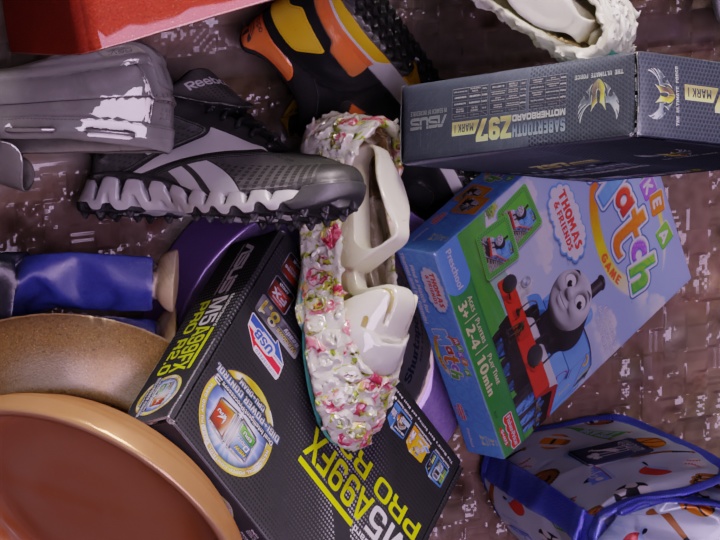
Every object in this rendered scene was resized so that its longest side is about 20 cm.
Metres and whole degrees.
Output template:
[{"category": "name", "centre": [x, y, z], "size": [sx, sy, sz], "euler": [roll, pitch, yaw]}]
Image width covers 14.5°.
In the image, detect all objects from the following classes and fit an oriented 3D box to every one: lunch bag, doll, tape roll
[{"category": "lunch bag", "centre": [0.190, 0.167, 1.778], "size": [0.199, 0.170, 0.124], "euler": [23, 92, -25]}, {"category": "doll", "centre": [-0.204, 0.027, 1.617], "size": [0.199, 0.049, 0.137], "euler": [2, 122, 0]}, {"category": "tape roll", "centre": [-0.030, 0.044, 1.715], "size": [0.199, 0.066, 0.201], "euler": [-6, 107, -20]}]

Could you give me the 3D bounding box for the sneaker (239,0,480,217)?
[{"category": "sneaker", "centre": [0.003, -0.093, 1.700], "size": [0.090, 0.070, 0.200], "euler": [-22, 126, 18]}]

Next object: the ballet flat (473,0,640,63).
[{"category": "ballet flat", "centre": [0.072, -0.182, 1.569], "size": [0.200, 0.072, 0.072], "euler": [37, 89, 4]}]

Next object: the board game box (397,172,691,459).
[{"category": "board game box", "centre": [0.116, -0.004, 1.727], "size": [0.200, 0.037, 0.152], "euler": [-42, 125, -34]}]

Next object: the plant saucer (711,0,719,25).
[{"category": "plant saucer", "centre": [0.280, -0.233, 1.744], "size": [0.200, 0.050, 0.201], "euler": [-31, 146, -24]}]

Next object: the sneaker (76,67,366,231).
[{"category": "sneaker", "centre": [-0.081, -0.070, 1.607], "size": [0.066, 0.199, 0.091], "euler": [6, 88, -51]}]

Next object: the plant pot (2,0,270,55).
[{"category": "plant pot", "centre": [-0.105, -0.230, 1.550], "size": [0.199, 0.200, 0.177], "euler": [-19, 100, -16]}]

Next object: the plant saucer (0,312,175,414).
[{"category": "plant saucer", "centre": [-0.171, 0.109, 1.635], "size": [0.199, 0.036, 0.201], "euler": [-1, 132, -1]}]

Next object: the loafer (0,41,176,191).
[{"category": "loafer", "centre": [-0.202, -0.078, 1.583], "size": [0.199, 0.070, 0.070], "euler": [-11, 84, 7]}]

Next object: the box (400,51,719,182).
[{"category": "box", "centre": [0.142, -0.083, 1.584], "size": [0.157, 0.200, 0.051], "euler": [5, 84, -39]}]

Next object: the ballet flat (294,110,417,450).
[{"category": "ballet flat", "centre": [0.000, 0.000, 1.612], "size": [0.076, 0.064, 0.201], "euler": [13, 67, -50]}]

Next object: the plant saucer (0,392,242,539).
[{"category": "plant saucer", "centre": [-0.148, 0.137, 1.573], "size": [0.200, 0.200, 0.038], "euler": [53, 46, -25]}]

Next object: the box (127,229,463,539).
[{"category": "box", "centre": [-0.035, 0.103, 1.621], "size": [0.200, 0.044, 0.160], "euler": [53, 44, -24]}]
